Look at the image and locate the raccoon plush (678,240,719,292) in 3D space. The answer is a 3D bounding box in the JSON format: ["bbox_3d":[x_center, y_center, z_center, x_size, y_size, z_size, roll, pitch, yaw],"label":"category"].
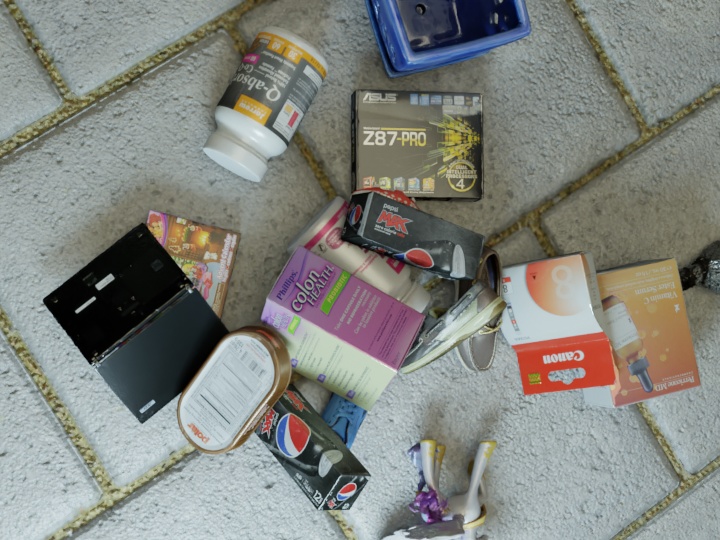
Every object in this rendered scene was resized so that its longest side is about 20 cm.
[{"bbox_3d":[0.581,0.030,1.764,0.199,0.097,0.135,-22,107,17],"label":"raccoon plush"}]

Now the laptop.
[{"bbox_3d":[-0.306,0.073,1.546,0.177,0.103,0.200,-39,70,-10],"label":"laptop"}]

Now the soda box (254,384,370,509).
[{"bbox_3d":[-0.078,0.240,1.529,0.071,0.200,0.064,15,113,-51],"label":"soda box"}]

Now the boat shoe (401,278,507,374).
[{"bbox_3d":[0.124,0.081,1.612,0.066,0.201,0.072,56,34,7],"label":"boat shoe"}]

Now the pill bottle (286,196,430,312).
[{"bbox_3d":[0.000,0.000,1.603,0.200,0.113,0.113,44,80,-8],"label":"pill bottle"}]

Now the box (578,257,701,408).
[{"bbox_3d":[0.412,0.094,1.693,0.151,0.106,0.202,-12,90,-13],"label":"box"}]

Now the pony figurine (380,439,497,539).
[{"bbox_3d":[0.121,0.351,1.609,0.192,0.167,0.201,5,71,-20],"label":"pony figurine"}]

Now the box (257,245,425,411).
[{"bbox_3d":[-0.035,0.084,1.535,0.199,0.176,0.097,28,63,1],"label":"box"}]

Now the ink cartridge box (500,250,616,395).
[{"bbox_3d":[0.281,0.083,1.644,0.050,0.161,0.202,-6,85,-54],"label":"ink cartridge box"}]

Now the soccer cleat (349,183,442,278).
[{"bbox_3d":[0.066,-0.057,1.616,0.199,0.068,0.086,28,56,-32],"label":"soccer cleat"}]

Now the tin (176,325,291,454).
[{"bbox_3d":[-0.176,0.165,1.518,0.112,0.042,0.200,43,109,18],"label":"tin"}]

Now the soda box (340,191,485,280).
[{"bbox_3d":[0.076,-0.045,1.551,0.199,0.063,0.071,19,79,-28],"label":"soda box"}]

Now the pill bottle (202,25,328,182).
[{"bbox_3d":[-0.137,-0.236,1.582,0.116,0.116,0.201,29,82,-10],"label":"pill bottle"}]

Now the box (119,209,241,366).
[{"bbox_3d":[-0.260,0.028,1.582,0.136,0.039,0.201,14,85,-11],"label":"box"}]

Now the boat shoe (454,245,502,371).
[{"bbox_3d":[0.179,0.060,1.646,0.071,0.059,0.202,-10,105,-31],"label":"boat shoe"}]

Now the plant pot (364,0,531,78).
[{"bbox_3d":[0.107,-0.394,1.610,0.199,0.180,0.201,-17,91,-12],"label":"plant pot"}]

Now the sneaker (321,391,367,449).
[{"bbox_3d":[-0.022,0.212,1.608,0.066,0.078,0.201,27,81,-8],"label":"sneaker"}]

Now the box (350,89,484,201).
[{"bbox_3d":[0.085,-0.186,1.663,0.198,0.049,0.163,1,86,-11],"label":"box"}]
